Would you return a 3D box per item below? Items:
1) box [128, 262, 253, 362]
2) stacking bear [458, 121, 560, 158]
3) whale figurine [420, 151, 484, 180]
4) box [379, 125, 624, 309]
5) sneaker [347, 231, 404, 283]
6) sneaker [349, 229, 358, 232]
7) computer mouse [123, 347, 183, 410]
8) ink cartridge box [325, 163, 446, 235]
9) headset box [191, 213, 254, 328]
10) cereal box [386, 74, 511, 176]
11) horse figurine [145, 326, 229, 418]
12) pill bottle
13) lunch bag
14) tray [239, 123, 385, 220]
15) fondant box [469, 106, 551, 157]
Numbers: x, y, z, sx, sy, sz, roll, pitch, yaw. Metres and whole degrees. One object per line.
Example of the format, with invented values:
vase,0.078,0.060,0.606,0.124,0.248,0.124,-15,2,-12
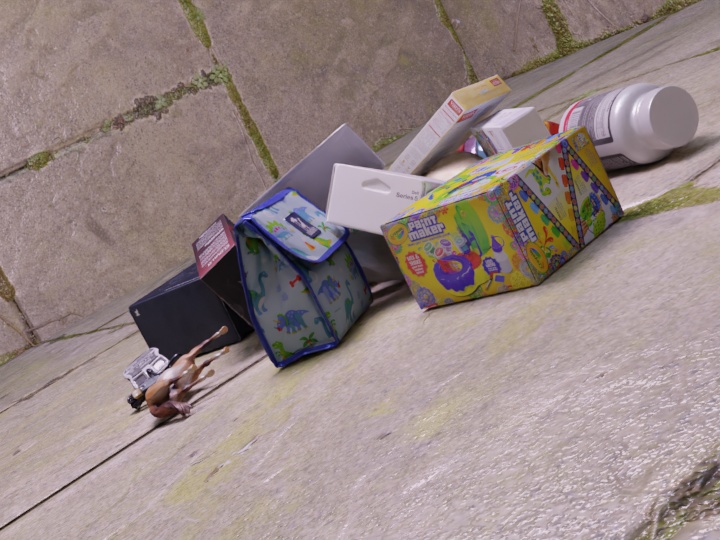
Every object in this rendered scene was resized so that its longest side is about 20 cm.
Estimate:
box,-0.244,0.048,1.950,0.200,0.124,0.197,-20,10,36
stacking bear,0.258,-0.196,1.939,0.200,0.114,0.122,-11,39,21
whale figurine,0.127,-0.085,1.735,0.200,0.104,0.159,-39,40,16
box,0.169,-0.062,1.391,0.193,0.122,0.200,-34,12,-38
sneaker,0.000,0.000,1.675,0.200,0.116,0.074,4,58,6
sneaker,-0.002,-0.080,1.743,0.085,0.078,0.200,13,-17,0
computer mouse,-0.318,0.162,1.784,0.110,0.044,0.200,-42,15,-10
ink cartridge box,0.067,-0.088,1.578,0.145,0.084,0.200,13,7,31
headset box,-0.171,0.012,1.741,0.077,0.149,0.200,-45,20,3
cereal box,0.129,-0.207,1.760,0.144,0.040,0.200,-30,-15,-51
horse figurine,-0.245,0.152,1.590,0.132,0.050,0.200,-37,11,23
pill bottle,0.373,-0.199,1.606,0.111,0.111,0.200,-31,10,-21
lunch bag,-0.082,-0.002,1.530,0.127,0.200,0.170,-24,9,23
tray,-0.069,-0.116,1.620,0.200,0.107,0.022,-40,42,8
fondant box,0.236,-0.158,1.655,0.058,0.144,0.200,-33,9,-3
